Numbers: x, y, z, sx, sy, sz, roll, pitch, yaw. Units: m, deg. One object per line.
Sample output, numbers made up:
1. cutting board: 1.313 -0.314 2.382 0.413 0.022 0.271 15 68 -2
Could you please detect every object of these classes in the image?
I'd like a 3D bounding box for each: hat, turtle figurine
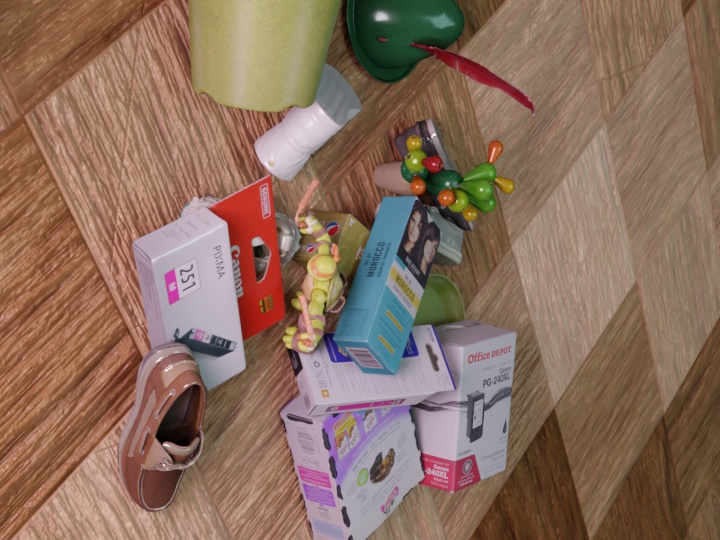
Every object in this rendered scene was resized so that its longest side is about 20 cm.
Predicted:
1. hat: 0.107 -0.302 1.607 0.199 0.175 0.167 18 83 -54
2. turtle figurine: -0.047 0.014 1.481 0.162 0.064 0.202 109 -19 -61

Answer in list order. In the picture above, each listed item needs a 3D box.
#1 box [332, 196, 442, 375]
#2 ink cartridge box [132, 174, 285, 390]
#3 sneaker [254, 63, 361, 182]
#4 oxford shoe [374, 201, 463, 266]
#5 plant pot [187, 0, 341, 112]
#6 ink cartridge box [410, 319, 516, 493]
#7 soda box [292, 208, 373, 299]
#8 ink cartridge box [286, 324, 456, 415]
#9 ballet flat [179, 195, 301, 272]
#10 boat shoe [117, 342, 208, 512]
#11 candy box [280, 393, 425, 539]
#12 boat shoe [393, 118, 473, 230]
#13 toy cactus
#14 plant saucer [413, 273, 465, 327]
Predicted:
1. box: 0.035 0.017 1.575 0.082 0.049 0.201 50 51 -46
2. ink cartridge box: -0.143 0.022 1.387 0.173 0.043 0.201 -29 135 -28
3. sneaker: -0.066 -0.165 1.503 0.074 0.115 0.200 48 19 -7
4. oxford shoe: 0.078 -0.060 1.718 0.200 0.075 0.058 31 68 -56
5. plant pot: -0.099 -0.266 1.346 0.200 0.199 0.186 -22 127 -50
6. ink cartridge box: 0.135 0.179 1.791 0.145 0.083 0.202 -10 107 -53
7. soda box: 0.000 0.000 1.629 0.200 0.064 0.068 40 65 -50
8. ink cartridge box: 0.014 0.117 1.602 0.198 0.037 0.095 -4 60 -29
9. ballet flat: -0.116 -0.035 1.461 0.199 0.071 0.072 10 90 -55
10. boat shoe: -0.198 0.172 1.354 0.075 0.072 0.201 -12 128 -33
11. candy box: -0.006 0.220 1.668 0.168 0.071 0.201 -40 128 -42
12. boat shoe: 0.098 -0.121 1.757 0.201 0.057 0.067 61 15 -46
13. toy cactus: 0.090 -0.119 1.638 0.199 0.164 0.103 5 94 -55
14. plant saucer: 0.077 0.102 1.789 0.199 0.031 0.202 -19 113 -52
